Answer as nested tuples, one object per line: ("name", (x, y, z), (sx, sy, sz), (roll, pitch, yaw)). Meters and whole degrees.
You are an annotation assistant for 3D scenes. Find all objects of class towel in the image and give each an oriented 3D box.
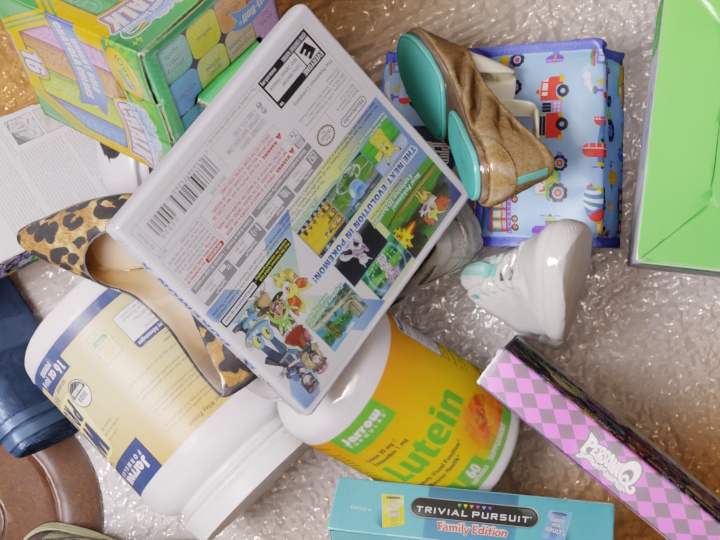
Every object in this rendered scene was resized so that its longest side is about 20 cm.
("towel", (-0.302, 0.055, 1.070), (0.048, 0.112, 0.201), (-36, 85, 19))

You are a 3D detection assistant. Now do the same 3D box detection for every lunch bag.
("lunch bag", (0.096, -0.094, 1.029), (0.199, 0.094, 0.152), (1, 91, 22))

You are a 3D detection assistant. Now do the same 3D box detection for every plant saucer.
("plant saucer", (-0.314, 0.206, 1.112), (0.199, 0.034, 0.202), (0, 90, 9))

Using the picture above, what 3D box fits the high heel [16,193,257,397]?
("high heel", (-0.152, 0.019, 0.912), (0.199, 0.072, 0.143), (5, 46, 4))

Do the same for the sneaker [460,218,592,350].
("sneaker", (0.114, 0.009, 0.957), (0.088, 0.200, 0.076), (19, 75, 10))

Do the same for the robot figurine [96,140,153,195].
("robot figurine", (-0.103, -0.095, 1.027), (0.199, 0.150, 0.126), (0, 98, 13))

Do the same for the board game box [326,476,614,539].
("board game box", (0.083, 0.221, 0.991), (0.199, 0.151, 0.047), (5, 49, 10))

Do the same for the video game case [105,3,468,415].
("video game case", (-0.039, -0.040, 0.875), (0.182, 0.022, 0.200), (46, 67, -22))

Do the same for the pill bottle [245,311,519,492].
("pill bottle", (0.010, 0.089, 0.974), (0.199, 0.111, 0.111), (31, 96, -26))

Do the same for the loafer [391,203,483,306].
("loafer", (0.000, 0.000, 1.013), (0.199, 0.070, 0.070), (-27, 87, 36))

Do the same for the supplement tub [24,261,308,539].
("supplement tub", (-0.143, 0.095, 1.027), (0.200, 0.144, 0.144), (45, 97, 7))

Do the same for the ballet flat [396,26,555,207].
("ballet flat", (0.085, -0.114, 0.943), (0.072, 0.200, 0.068), (-9, 125, -12))

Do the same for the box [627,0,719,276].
("box", (0.249, -0.097, 0.946), (0.096, 0.176, 0.201), (6, 91, 9))

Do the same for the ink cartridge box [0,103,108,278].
("ink cartridge box", (-0.265, -0.068, 1.067), (0.200, 0.050, 0.109), (-30, 83, -36))

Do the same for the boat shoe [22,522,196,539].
("boat shoe", (-0.176, 0.247, 1.057), (0.200, 0.066, 0.072), (12, 94, -3))

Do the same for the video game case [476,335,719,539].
("video game case", (0.175, 0.123, 0.956), (0.200, 0.181, 0.036), (39, 96, 7))

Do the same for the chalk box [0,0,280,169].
("chalk box", (-0.132, -0.155, 0.922), (0.199, 0.124, 0.125), (25, 58, 30))
